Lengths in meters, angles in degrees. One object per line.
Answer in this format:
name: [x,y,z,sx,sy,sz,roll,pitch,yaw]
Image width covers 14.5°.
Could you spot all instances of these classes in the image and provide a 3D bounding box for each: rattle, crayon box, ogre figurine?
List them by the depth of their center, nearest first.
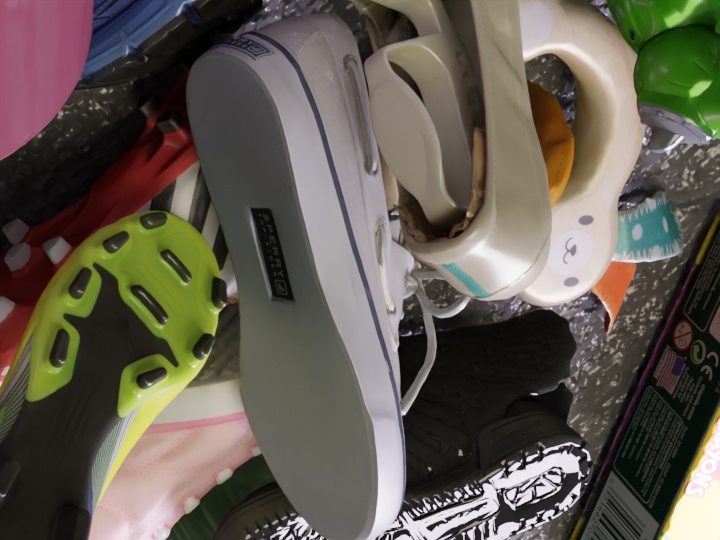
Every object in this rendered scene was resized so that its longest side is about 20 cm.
ogre figurine: [0.145,-0.128,1.071,0.120,0.201,0.098,-20,175,13]
rattle: [0.097,-0.019,1.137,0.130,0.143,0.200,-48,129,-18]
crayon box: [0.207,0.075,1.316,0.172,0.058,0.201,5,118,-33]

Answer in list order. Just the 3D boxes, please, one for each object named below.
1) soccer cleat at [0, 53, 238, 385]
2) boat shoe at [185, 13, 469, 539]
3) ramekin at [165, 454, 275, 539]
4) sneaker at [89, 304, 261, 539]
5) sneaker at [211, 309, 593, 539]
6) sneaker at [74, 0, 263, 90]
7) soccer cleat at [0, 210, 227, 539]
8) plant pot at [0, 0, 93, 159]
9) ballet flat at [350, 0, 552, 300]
soccer cleat: [-0.089,0.000,1.080,0.200,0.069,0.085,-45,120,-3]
boat shoe: [-0.004,-0.001,1.057,0.086,0.074,0.203,-28,112,-38]
ramekin: [-0.058,0.185,1.206,0.199,0.098,0.201,-15,127,-21]
sneaker: [-0.092,0.083,1.123,0.199,0.075,0.105,-16,116,-11]
sneaker: [0.016,0.073,1.168,0.199,0.104,0.060,-15,126,-22]
sneaker: [-0.055,-0.137,1.012,0.200,0.079,0.075,-42,169,18]
soccer cleat: [-0.111,0.056,0.988,0.065,0.200,0.084,40,138,-17]
plant pot: [-0.159,-0.128,0.882,0.199,0.200,0.179,-25,147,-14]
ballet flat: [0.025,-0.087,1.014,0.069,0.201,0.070,-10,160,-4]
